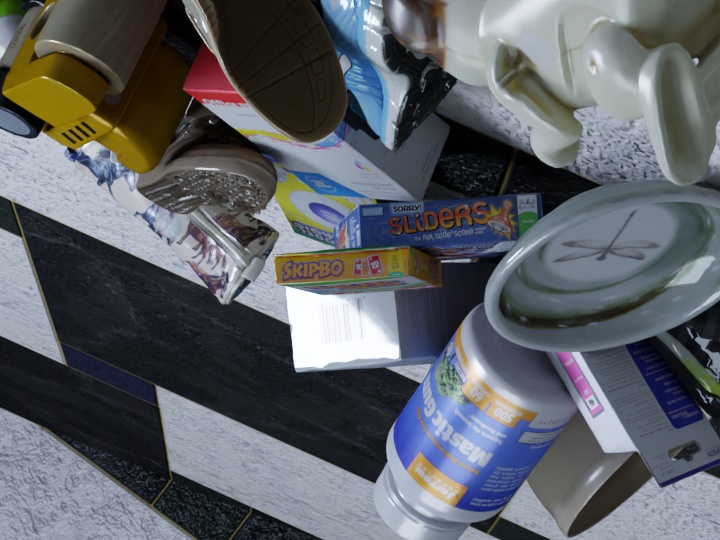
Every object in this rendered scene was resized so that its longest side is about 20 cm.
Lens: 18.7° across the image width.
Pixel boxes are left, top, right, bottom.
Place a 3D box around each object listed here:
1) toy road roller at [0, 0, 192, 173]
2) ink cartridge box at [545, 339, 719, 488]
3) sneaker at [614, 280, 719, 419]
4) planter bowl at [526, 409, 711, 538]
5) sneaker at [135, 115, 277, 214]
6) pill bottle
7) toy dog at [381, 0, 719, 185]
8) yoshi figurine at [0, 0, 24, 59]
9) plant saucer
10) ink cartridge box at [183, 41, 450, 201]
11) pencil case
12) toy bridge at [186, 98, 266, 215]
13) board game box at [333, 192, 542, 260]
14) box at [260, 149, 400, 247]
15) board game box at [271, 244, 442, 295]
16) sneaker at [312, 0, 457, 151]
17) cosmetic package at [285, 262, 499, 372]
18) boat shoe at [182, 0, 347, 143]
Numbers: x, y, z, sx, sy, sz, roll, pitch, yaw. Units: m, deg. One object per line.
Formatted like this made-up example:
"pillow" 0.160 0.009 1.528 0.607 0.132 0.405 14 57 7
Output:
"toy road roller" -0.182 -0.149 1.613 0.146 0.123 0.200 31 161 -21
"ink cartridge box" 0.196 0.074 1.657 0.037 0.095 0.200 -45 69 40
"sneaker" 0.254 0.024 1.656 0.083 0.072 0.200 -35 108 23
"planter bowl" 0.197 0.104 1.801 0.135 0.200 0.200 46 170 16
"sneaker" -0.116 -0.091 1.696 0.070 0.076 0.200 32 165 -26
"pill bottle" 0.088 0.127 1.716 0.112 0.112 0.200 27 126 -7
"toy dog" 0.106 -0.144 1.191 0.200 0.140 0.194 9 145 44
"yoshi figurine" -0.250 -0.153 1.758 0.200 0.112 0.112 28 171 0
"plant saucer" 0.180 -0.014 1.548 0.200 0.050 0.200 -11 149 -7
"ink cartridge box" -0.043 -0.128 1.584 0.116 0.067 0.200 6 157 47
"pencil case" -0.157 -0.060 1.866 0.200 0.078 0.089 42 -177 4
"toy bridge" -0.097 -0.092 1.862 0.067 0.027 0.200 20 163 14
"board game box" 0.055 -0.028 1.654 0.135 0.035 0.200 -4 177 -7
"box" -0.014 -0.061 1.807 0.117 0.048 0.200 19 165 19
"board game box" 0.000 0.000 1.580 0.095 0.030 0.200 -4 174 9
"sneaker" 0.012 -0.155 1.447 0.090 0.078 0.200 36 163 20
"cosmetic package" 0.044 0.037 1.786 0.113 0.081 0.200 -8 177 34
"boat shoe" -0.076 -0.170 1.414 0.200 0.072 0.065 53 180 0
